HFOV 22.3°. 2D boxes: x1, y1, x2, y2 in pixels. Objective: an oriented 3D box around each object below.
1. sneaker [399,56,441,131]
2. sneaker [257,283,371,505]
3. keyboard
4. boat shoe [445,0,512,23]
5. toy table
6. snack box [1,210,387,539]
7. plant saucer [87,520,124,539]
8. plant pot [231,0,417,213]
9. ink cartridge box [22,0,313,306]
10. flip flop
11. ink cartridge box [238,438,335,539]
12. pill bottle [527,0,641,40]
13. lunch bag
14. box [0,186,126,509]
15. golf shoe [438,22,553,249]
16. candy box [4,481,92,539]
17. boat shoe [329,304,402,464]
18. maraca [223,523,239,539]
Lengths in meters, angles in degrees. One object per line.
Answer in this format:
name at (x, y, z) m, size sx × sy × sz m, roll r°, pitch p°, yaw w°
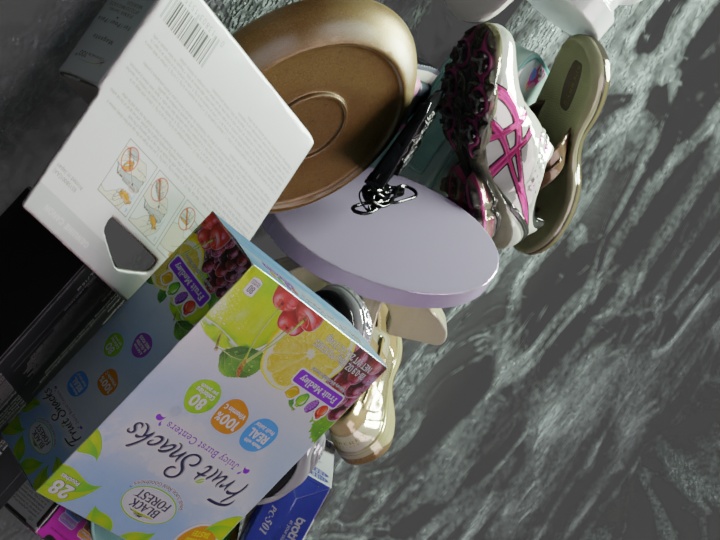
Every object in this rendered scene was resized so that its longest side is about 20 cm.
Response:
sneaker at (-0.001, -0.137, 1.400) m, size 0.082 × 0.070 × 0.200 m, roll -61°, pitch 157°, yaw 11°
sneaker at (-0.075, 0.097, 1.346) m, size 0.113 × 0.076 × 0.201 m, roll -7°, pitch 133°, yaw -45°
keyboard at (0.041, -0.087, 1.414) m, size 0.104 × 0.040 × 0.200 m, roll -54°, pitch 179°, yaw 11°
boat shoe at (0.134, -0.290, 1.474) m, size 0.068 × 0.072 × 0.201 m, roll 2°, pitch 112°, yaw -66°
toy table at (0.000, 0.000, 1.492) m, size 0.185 × 0.199 × 0.117 m, roll -76°, pitch -168°, yaw -46°
snack box at (-0.105, 0.085, 1.196) m, size 0.200 × 0.068 × 0.168 m, roll -46°, pitch 138°, yaw 6°
plant saucer at (-0.142, 0.127, 1.382) m, size 0.200 × 0.036 × 0.201 m, roll -42°, pitch 153°, yaw -28°
plant pot at (-0.043, -0.109, 1.307) m, size 0.199 × 0.028 × 0.201 m, roll -21°, pitch 145°, yaw -15°
ink cartridge box at (-0.128, -0.070, 1.167) m, size 0.174 × 0.043 × 0.200 m, roll -57°, pitch 144°, yaw -12°
flip flop at (0.159, -0.109, 1.580) m, size 0.057 × 0.081 × 0.201 m, roll -6°, pitch 125°, yaw -37°
ink cartridge box at (-0.061, 0.192, 1.518) m, size 0.095 × 0.044 × 0.200 m, roll -61°, pitch -178°, yaw 5°
pill bottle at (0.227, -0.302, 1.573) m, size 0.201 × 0.115 × 0.116 m, roll -52°, pitch 159°, yaw -6°
lunch bag at (0.091, -0.117, 1.619) m, size 0.201 × 0.077 × 0.160 m, roll -55°, pitch 154°, yaw -3°
box at (-0.239, 0.067, 1.191) m, size 0.200 × 0.079 × 0.141 m, roll -49°, pitch 155°, yaw -14°
golf shoe at (0.116, -0.114, 1.520) m, size 0.091 × 0.073 × 0.202 m, roll -15°, pitch 121°, yaw -25°
candy box at (-0.185, 0.129, 1.425) m, size 0.200 × 0.061 × 0.137 m, roll -49°, pitch 156°, yaw -12°
boat shoe at (-0.005, 0.077, 1.626) m, size 0.071 × 0.201 × 0.065 m, roll -21°, pitch 131°, yaw 15°
maraca at (-0.176, 0.235, 1.521) m, size 0.200 × 0.137 × 0.107 m, roll -50°, pitch 131°, yaw 8°
